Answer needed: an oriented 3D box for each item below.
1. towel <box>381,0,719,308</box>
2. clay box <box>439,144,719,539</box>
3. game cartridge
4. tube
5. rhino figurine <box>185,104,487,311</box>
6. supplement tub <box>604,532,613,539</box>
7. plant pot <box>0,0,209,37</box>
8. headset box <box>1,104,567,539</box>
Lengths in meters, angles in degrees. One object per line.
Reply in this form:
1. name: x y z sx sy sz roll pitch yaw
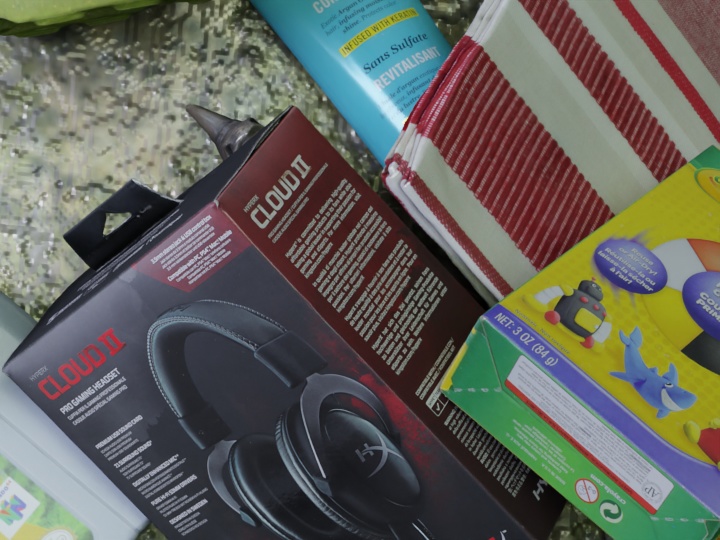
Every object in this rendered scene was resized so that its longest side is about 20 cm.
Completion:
1. towel: 0.094 -0.062 0.955 0.144 0.023 0.200 48 56 -27
2. clay box: 0.135 0.025 0.889 0.115 0.048 0.200 40 44 15
3. game cartridge: -0.178 0.112 0.944 0.133 0.040 0.200 39 75 1
4. tube: -0.006 -0.112 1.006 0.077 0.050 0.200 -29 73 -21
5. rhino figurine: 0.000 0.000 0.970 0.200 0.087 0.060 41 78 -3
6. supplement tub: 0.213 0.096 0.979 0.199 0.123 0.123 6 79 -11
7. plant pot: -0.129 -0.194 0.942 0.199 0.200 0.191 -12 96 -13
8. headset box: -0.031 0.044 0.905 0.200 0.149 0.077 47 41 -11
